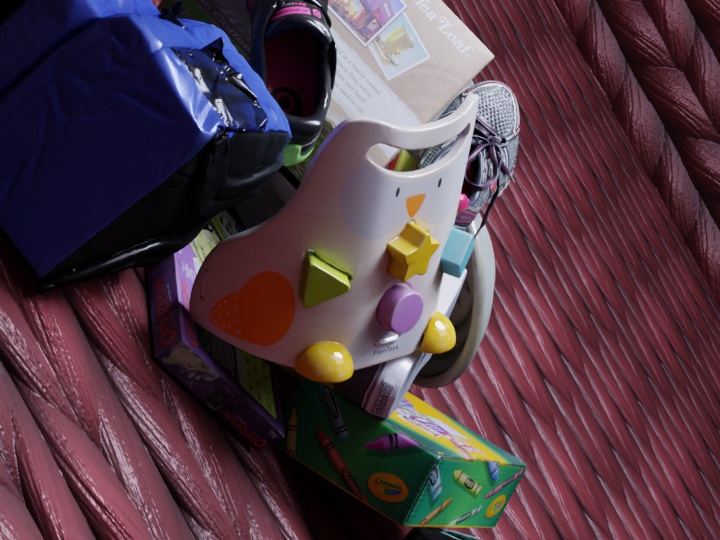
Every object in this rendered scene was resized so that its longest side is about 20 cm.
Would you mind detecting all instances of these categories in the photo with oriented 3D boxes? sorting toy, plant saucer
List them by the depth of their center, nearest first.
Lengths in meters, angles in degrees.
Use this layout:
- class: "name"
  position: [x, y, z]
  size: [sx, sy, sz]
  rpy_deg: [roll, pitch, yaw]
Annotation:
- class: "sorting toy"
  position: [0.012, -0.033, 1.444]
  size: [0.200, 0.180, 0.107]
  rpy_deg: [-15, 45, -41]
- class: "plant saucer"
  position: [0.062, -0.006, 1.803]
  size: [0.050, 0.200, 0.201]
  rpy_deg: [-8, 63, -29]

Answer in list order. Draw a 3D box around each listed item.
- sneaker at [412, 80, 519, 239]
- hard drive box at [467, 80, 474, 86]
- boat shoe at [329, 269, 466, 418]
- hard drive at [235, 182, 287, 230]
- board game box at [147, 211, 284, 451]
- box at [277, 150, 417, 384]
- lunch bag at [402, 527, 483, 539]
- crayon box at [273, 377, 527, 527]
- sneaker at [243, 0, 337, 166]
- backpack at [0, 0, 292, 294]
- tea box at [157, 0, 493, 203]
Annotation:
- class: "sneaker"
  position: [0.084, -0.082, 1.685]
  size: [0.080, 0.075, 0.200]
  rpy_deg: [33, 43, -6]
- class: "hard drive box"
  position: [0.051, -0.126, 1.997]
  size: [0.200, 0.077, 0.156]
  rpy_deg: [109, -43, -72]
- class: "boat shoe"
  position: [0.022, 0.039, 1.572]
  size: [0.066, 0.070, 0.200]
  rpy_deg: [26, 32, 6]
- class: "hard drive"
  position: [-0.034, -0.020, 1.763]
  size: [0.200, 0.042, 0.135]
  rpy_deg: [61, 24, -1]
- class: "board game box"
  position: [-0.104, 0.018, 1.533]
  size: [0.120, 0.032, 0.200]
  rpy_deg: [52, 19, -38]
- class: "box"
  position: [0.000, 0.000, 1.676]
  size: [0.050, 0.075, 0.200]
  rpy_deg: [44, 43, -23]
- class: "lunch bag"
  position: [0.102, 0.285, 1.562]
  size: [0.170, 0.122, 0.200]
  rpy_deg: [47, 11, -32]
- class: "crayon box"
  position: [0.032, 0.133, 1.604]
  size: [0.119, 0.058, 0.200]
  rpy_deg: [30, 5, 22]
- class: "sneaker"
  position: [-0.044, -0.173, 1.478]
  size: [0.084, 0.076, 0.201]
  rpy_deg: [157, -71, -66]
- class: "backpack"
  position: [-0.139, -0.096, 1.379]
  size: [0.168, 0.162, 0.200]
  rpy_deg: [60, 17, 8]
- class: "tea box"
  position: [-0.038, -0.162, 1.627]
  size: [0.200, 0.134, 0.197]
  rpy_deg: [46, -19, -2]
